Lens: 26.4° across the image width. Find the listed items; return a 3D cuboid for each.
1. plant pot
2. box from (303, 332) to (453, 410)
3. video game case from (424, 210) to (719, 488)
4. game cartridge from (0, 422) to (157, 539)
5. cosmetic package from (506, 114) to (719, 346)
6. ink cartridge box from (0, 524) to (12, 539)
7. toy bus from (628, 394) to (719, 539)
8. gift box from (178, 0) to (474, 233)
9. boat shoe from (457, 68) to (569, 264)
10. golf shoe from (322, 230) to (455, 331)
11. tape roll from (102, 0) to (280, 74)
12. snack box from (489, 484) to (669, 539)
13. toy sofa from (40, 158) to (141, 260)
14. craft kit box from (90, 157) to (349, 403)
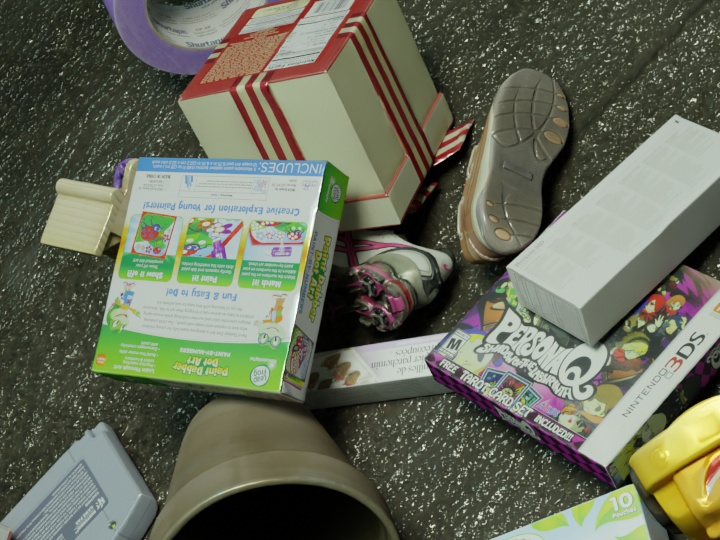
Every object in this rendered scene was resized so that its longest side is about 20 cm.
[{"bbox_3d":[-0.081,0.193,1.258,0.200,0.200,0.174,-39,33,12],"label":"plant pot"},{"bbox_3d":[0.013,0.089,1.330,0.200,0.041,0.039,-11,59,33],"label":"box"},{"bbox_3d":[0.178,0.055,1.200,0.181,0.036,0.200,-45,45,-16],"label":"video game case"},{"bbox_3d":[-0.282,0.257,1.458,0.200,0.041,0.133,-47,44,6],"label":"game cartridge"},{"bbox_3d":[0.215,-0.034,1.202,0.200,0.051,0.083,-40,46,-17],"label":"cosmetic package"},{"bbox_3d":[-0.439,0.294,1.489,0.200,0.083,0.145,1,70,50],"label":"ink cartridge box"},{"bbox_3d":[0.281,0.177,0.981,0.136,0.200,0.192,-33,58,19],"label":"toy bus"},{"bbox_3d":[-0.021,-0.142,1.388,0.184,0.187,0.200,-3,37,34],"label":"gift box"},{"bbox_3d":[0.124,-0.091,1.327,0.072,0.076,0.200,-44,20,54],"label":"boat shoe"},{"bbox_3d":[0.000,0.000,1.383,0.092,0.073,0.200,-34,31,-31],"label":"golf shoe"},{"bbox_3d":[-0.169,-0.307,1.582,0.200,0.200,0.085,-39,49,12],"label":"tape roll"},{"bbox_3d":[0.133,0.256,1.101,0.200,0.053,0.142,-26,51,23],"label":"snack box"},{"bbox_3d":[-0.193,-0.033,1.445,0.083,0.200,0.098,11,79,41],"label":"toy sofa"},{"bbox_3d":[-0.120,0.004,1.299,0.200,0.049,0.198,4,74,31],"label":"craft kit box"}]
